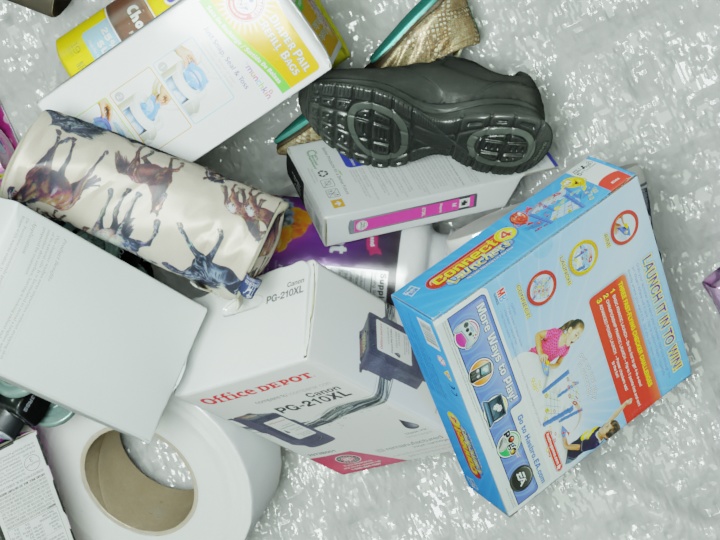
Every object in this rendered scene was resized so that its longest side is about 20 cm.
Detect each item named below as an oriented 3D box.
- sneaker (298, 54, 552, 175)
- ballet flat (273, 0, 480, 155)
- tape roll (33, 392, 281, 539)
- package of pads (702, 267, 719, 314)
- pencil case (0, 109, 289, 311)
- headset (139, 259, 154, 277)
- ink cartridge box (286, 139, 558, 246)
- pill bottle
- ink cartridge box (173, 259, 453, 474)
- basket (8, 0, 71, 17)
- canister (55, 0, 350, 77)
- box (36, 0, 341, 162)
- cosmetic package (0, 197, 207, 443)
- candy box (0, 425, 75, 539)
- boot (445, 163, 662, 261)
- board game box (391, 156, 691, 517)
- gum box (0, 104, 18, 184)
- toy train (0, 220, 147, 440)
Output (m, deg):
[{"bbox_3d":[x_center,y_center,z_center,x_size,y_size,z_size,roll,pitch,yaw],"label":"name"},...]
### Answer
[{"bbox_3d":[0.050,-0.131,1.152,0.200,0.091,0.076,9,136,-5],"label":"sneaker"},{"bbox_3d":[0.019,-0.147,1.202,0.200,0.071,0.065,-41,105,12],"label":"ballet flat"},{"bbox_3d":[-0.169,0.157,1.210,0.202,0.071,0.203,8,117,15],"label":"tape roll"},{"bbox_3d":[0.379,0.063,1.178,0.120,0.076,0.200,-31,92,5],"label":"package of pads"},{"bbox_3d":[-0.157,-0.044,1.041,0.200,0.078,0.090,22,97,-6],"label":"pencil case"},{"bbox_3d":[-0.193,0.024,1.224,0.200,0.094,0.124,-36,91,19],"label":"headset"},{"bbox_3d":[0.049,-0.080,1.173,0.200,0.095,0.037,-14,135,-14],"label":"ink cartridge box"},{"bbox_3d":[0.000,0.000,1.192,0.200,0.111,0.112,5,96,5],"label":"pill bottle"},{"bbox_3d":[-0.024,0.081,1.136,0.145,0.200,0.084,-18,54,38],"label":"ink cartridge box"},{"bbox_3d":[-0.315,-0.299,1.182,0.200,0.180,0.136,27,137,-4],"label":"basket"},{"bbox_3d":[-0.131,-0.184,1.202,0.200,0.087,0.149,-32,94,10],"label":"canister"},{"bbox_3d":[-0.124,-0.150,1.104,0.200,0.113,0.101,-32,103,13],"label":"box"},{"bbox_3d":[-0.213,0.034,1.026,0.081,0.200,0.113,14,74,40],"label":"cosmetic package"},{"bbox_3d":[-0.285,0.209,1.202,0.061,0.136,0.200,-25,114,-27],"label":"candy box"},{"bbox_3d":[0.161,-0.016,1.154,0.200,0.073,0.090,-21,97,-30],"label":"boot"},{"bbox_3d":[0.143,0.050,1.101,0.196,0.056,0.200,-34,124,-19],"label":"board game box"},{"bbox_3d":[-0.377,-0.144,1.239,0.113,0.066,0.200,-23,93,9],"label":"gum box"},{"bbox_3d":[-0.251,0.033,1.140,0.114,0.085,0.200,20,71,26],"label":"toy train"}]
